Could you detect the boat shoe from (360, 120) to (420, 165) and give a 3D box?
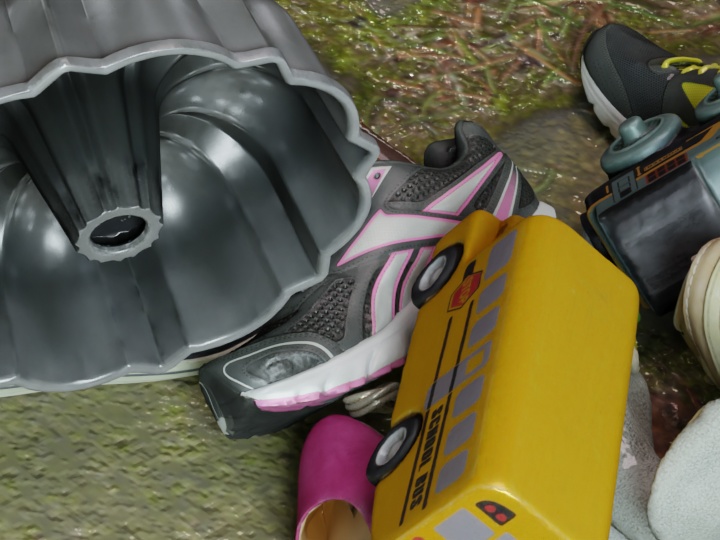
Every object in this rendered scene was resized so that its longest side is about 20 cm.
[{"bbox_3d":[-0.031,-0.058,1.106,0.199,0.071,0.070,28,39,16],"label":"boat shoe"}]

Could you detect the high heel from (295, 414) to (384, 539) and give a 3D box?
[{"bbox_3d":[-0.019,0.128,0.854,0.095,0.067,0.201,12,46,-27],"label":"high heel"}]

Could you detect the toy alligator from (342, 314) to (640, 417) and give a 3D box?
[{"bbox_3d":[0.065,0.057,0.998,0.200,0.059,0.055,-16,89,-49],"label":"toy alligator"}]

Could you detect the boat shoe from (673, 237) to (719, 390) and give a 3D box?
[{"bbox_3d":[0.168,0.022,1.030,0.065,0.072,0.200,23,-2,25],"label":"boat shoe"}]

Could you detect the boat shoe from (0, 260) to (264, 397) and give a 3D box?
[{"bbox_3d":[-0.102,0.006,0.994,0.199,0.063,0.075,-9,40,-36],"label":"boat shoe"}]

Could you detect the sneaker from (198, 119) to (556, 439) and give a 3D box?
[{"bbox_3d":[0.000,0.000,0.995,0.200,0.080,0.087,-30,88,-41],"label":"sneaker"}]

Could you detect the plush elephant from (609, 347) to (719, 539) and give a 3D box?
[{"bbox_3d":[0.168,0.093,0.885,0.164,0.155,0.200,36,38,-16],"label":"plush elephant"}]

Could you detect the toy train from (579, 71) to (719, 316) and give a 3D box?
[{"bbox_3d":[0.195,-0.053,1.113,0.085,0.199,0.114,58,12,-13],"label":"toy train"}]

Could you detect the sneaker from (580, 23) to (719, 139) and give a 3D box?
[{"bbox_3d":[0.203,-0.086,1.240,0.074,0.085,0.200,-19,49,-43],"label":"sneaker"}]

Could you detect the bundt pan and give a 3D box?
[{"bbox_3d":[-0.099,-0.042,0.865,0.201,0.202,0.076,-3,54,-28],"label":"bundt pan"}]

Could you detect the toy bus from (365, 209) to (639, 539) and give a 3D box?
[{"bbox_3d":[0.056,0.047,0.875,0.065,0.078,0.200,38,35,-16],"label":"toy bus"}]
